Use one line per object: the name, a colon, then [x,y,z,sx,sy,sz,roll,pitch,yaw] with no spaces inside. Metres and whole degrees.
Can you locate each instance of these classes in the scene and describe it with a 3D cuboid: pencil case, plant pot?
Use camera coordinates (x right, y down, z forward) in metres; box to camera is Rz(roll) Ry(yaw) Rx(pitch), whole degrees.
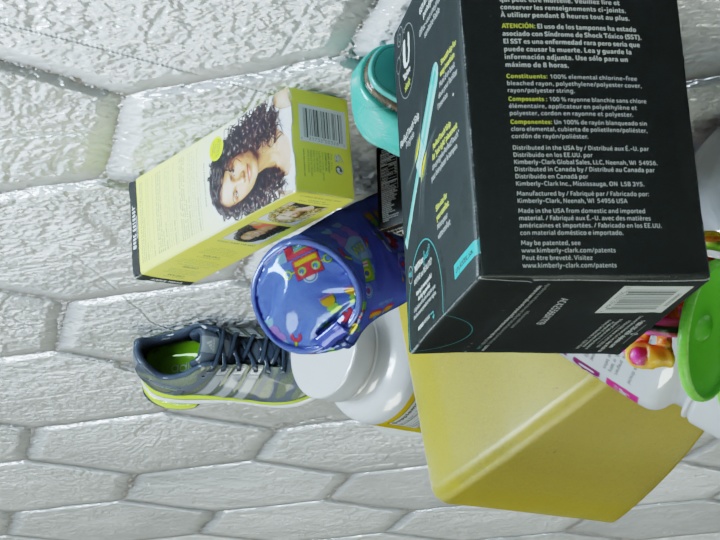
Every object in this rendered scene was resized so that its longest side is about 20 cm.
pencil case: [0.000,0.000,1.342,0.078,0.087,0.200,-42,174,26]
plant pot: [0.171,0.065,1.529,0.200,0.200,0.176,12,146,-37]

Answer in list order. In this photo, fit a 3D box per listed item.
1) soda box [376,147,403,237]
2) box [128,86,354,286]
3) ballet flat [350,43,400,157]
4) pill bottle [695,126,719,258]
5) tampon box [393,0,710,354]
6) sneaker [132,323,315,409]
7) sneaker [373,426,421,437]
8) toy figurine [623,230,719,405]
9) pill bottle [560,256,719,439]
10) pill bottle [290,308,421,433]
soda box: [0.106,-0.073,1.280,0.200,0.063,0.071,-17,157,38]
box: [-0.083,-0.052,1.302,0.050,0.075,0.200,8,158,-36]
ballet flat: [0.083,-0.071,1.192,0.200,0.067,0.070,28,153,-1]
pill bottle: [0.310,-0.031,1.360,0.112,0.112,0.200,-13,159,28]
tampon box: [0.098,-0.068,1.075,0.126,0.200,0.150,1,163,-12]
sneaker: [-0.108,0.080,1.703,0.200,0.074,0.081,-9,158,13]
sneaker: [0.080,0.122,1.850,0.200,0.074,0.116,-9,164,23]
toy figurine: [0.159,0.017,1.221,0.184,0.150,0.200,8,-167,31]
pill bottle: [0.191,0.026,1.364,0.200,0.113,0.113,32,168,15]
pill bottle: [0.044,0.080,1.654,0.200,0.113,0.112,13,156,-39]
